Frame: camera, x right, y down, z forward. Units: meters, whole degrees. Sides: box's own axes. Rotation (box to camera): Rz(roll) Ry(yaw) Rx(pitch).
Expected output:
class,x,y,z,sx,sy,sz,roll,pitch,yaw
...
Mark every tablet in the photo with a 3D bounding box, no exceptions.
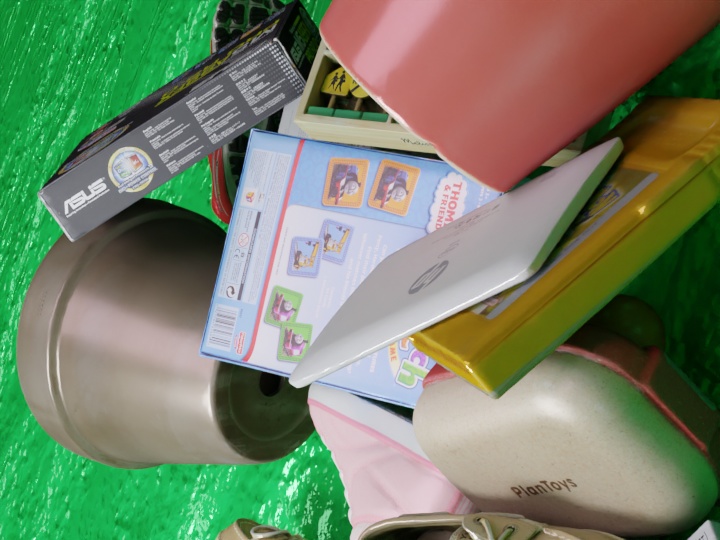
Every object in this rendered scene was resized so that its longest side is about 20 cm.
class,x,y,z,sx,sy,sz,roll,pitch,yaw
tablet,0.050,-0.004,1.148,0.200,0.014,0.130,-28,16,44

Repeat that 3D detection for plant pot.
class,x,y,z,sx,sy,sz,roll,pitch,yaw
plant pot,0.085,-0.154,1.150,0.177,0.200,0.201,-47,36,13
plant pot,-0.117,0.059,1.492,0.173,0.199,0.201,15,90,46

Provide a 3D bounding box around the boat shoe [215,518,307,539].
class,x,y,z,sx,sy,sz,roll,pitch,yaw
boat shoe,-0.030,0.206,1.370,0.201,0.073,0.063,35,100,57

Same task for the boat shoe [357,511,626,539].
class,x,y,z,sx,sy,sz,roll,pitch,yaw
boat shoe,0.072,0.161,1.103,0.200,0.065,0.073,0,70,55

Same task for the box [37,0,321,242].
class,x,y,z,sx,sy,sz,roll,pitch,yaw
box,-0.120,-0.109,1.468,0.199,0.044,0.160,-32,12,13

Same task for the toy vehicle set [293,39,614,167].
class,x,y,z,sx,sy,sz,roll,pitch,yaw
toy vehicle set,0.067,-0.131,1.271,0.199,0.027,0.125,8,71,30

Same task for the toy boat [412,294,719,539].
class,x,y,z,sx,sy,sz,roll,pitch,yaw
toy boat,0.122,0.068,1.136,0.200,0.131,0.131,-20,29,56

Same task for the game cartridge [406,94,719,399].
class,x,y,z,sx,sy,sz,roll,pitch,yaw
game cartridge,0.114,-0.020,1.108,0.200,0.032,0.176,-43,12,-5

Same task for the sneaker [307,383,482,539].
class,x,y,z,sx,sy,sz,roll,pitch,yaw
sneaker,0.011,0.138,1.317,0.200,0.075,0.105,26,95,57

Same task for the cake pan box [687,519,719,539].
class,x,y,z,sx,sy,sz,roll,pitch,yaw
cake pan box,0.162,0.250,1.025,0.200,0.052,0.185,-51,39,36

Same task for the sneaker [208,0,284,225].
class,x,y,z,sx,sy,sz,roll,pitch,yaw
sneaker,-0.097,-0.128,1.640,0.085,0.077,0.201,-38,45,55

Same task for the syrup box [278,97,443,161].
class,x,y,z,sx,sy,sz,roll,pitch,yaw
syrup box,0.022,-0.094,1.400,0.200,0.081,0.079,-15,59,59

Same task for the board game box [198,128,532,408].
class,x,y,z,sx,sy,sz,roll,pitch,yaw
board game box,0.000,0.000,1.299,0.199,0.037,0.152,12,87,36
